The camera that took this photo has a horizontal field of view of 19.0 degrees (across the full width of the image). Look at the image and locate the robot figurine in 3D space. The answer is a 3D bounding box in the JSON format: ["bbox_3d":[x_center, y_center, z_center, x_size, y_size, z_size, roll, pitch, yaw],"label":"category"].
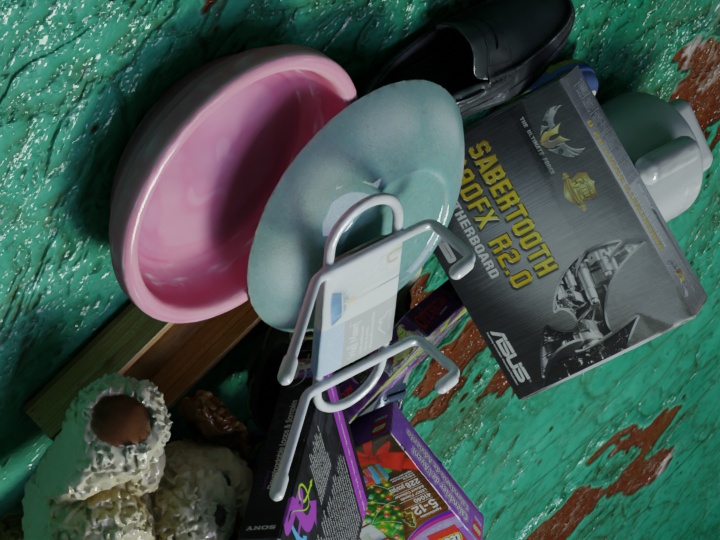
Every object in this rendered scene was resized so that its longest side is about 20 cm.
[{"bbox_3d":[0.205,-0.076,1.779,0.200,0.113,0.169,-29,-177,-35],"label":"robot figurine"}]

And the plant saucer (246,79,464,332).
[{"bbox_3d":[0.010,-0.033,1.455,0.201,0.039,0.202,-35,146,-28],"label":"plant saucer"}]

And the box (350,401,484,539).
[{"bbox_3d":[-0.021,0.196,1.701,0.199,0.039,0.137,-25,120,24],"label":"box"}]

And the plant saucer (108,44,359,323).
[{"bbox_3d":[-0.087,-0.062,1.378,0.200,0.051,0.201,-36,147,-27],"label":"plant saucer"}]

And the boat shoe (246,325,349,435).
[{"bbox_3d":[-0.032,0.045,1.582,0.060,0.072,0.202,-87,-161,-44],"label":"boat shoe"}]

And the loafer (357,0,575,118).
[{"bbox_3d":[0.075,-0.147,1.515,0.200,0.068,0.070,-34,161,-21],"label":"loafer"}]

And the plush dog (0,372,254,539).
[{"bbox_3d":[-0.141,0.173,1.456,0.171,0.201,0.160,0,172,-37],"label":"plush dog"}]

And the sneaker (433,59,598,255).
[{"bbox_3d":[0.128,-0.077,1.685,0.200,0.088,0.075,-45,154,-10],"label":"sneaker"}]

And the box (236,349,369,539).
[{"bbox_3d":[-0.038,0.173,1.511,0.200,0.036,0.143,-77,158,-53],"label":"box"}]

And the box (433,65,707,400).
[{"bbox_3d":[0.138,-0.025,1.580,0.158,0.201,0.048,-27,-174,29],"label":"box"}]

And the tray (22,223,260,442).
[{"bbox_3d":[-0.138,0.051,1.496,0.200,0.037,0.099,-45,155,-8],"label":"tray"}]

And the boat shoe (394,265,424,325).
[{"bbox_3d":[0.000,0.000,1.616,0.076,0.072,0.200,-26,150,-18],"label":"boat shoe"}]

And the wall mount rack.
[{"bbox_3d":[-0.006,0.053,1.414,0.173,0.075,0.201,-28,143,-28],"label":"wall mount rack"}]

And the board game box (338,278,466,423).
[{"bbox_3d":[0.041,0.054,1.665,0.120,0.032,0.200,-53,173,25],"label":"board game box"}]

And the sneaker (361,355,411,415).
[{"bbox_3d":[0.012,0.147,1.828,0.070,0.082,0.201,-16,140,-48],"label":"sneaker"}]

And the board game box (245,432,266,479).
[{"bbox_3d":[-0.123,0.172,1.619,0.158,0.039,0.200,-49,-164,-14],"label":"board game box"}]
